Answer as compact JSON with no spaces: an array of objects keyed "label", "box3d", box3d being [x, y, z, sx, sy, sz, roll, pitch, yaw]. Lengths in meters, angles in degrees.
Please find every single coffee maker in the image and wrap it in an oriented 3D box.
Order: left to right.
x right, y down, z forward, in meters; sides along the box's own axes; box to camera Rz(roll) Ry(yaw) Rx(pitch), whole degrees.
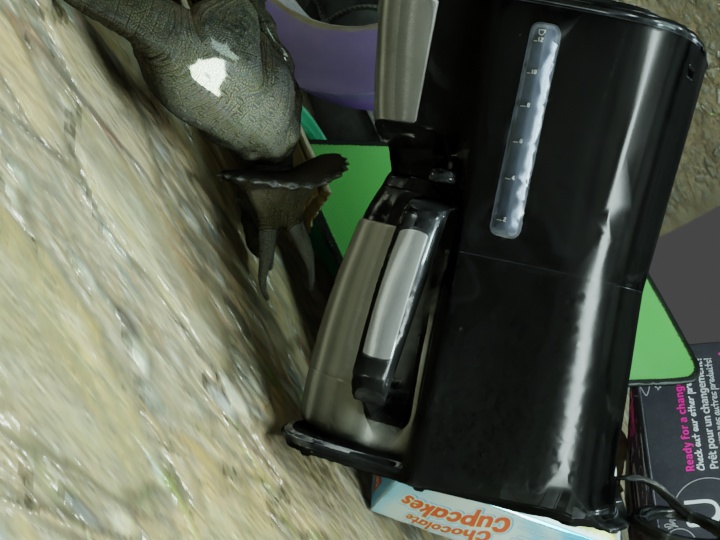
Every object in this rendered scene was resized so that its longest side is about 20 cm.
[{"label":"coffee maker","box3d":[0.081,-0.005,0.725,0.135,0.191,0.201,-156,-100,-81]}]

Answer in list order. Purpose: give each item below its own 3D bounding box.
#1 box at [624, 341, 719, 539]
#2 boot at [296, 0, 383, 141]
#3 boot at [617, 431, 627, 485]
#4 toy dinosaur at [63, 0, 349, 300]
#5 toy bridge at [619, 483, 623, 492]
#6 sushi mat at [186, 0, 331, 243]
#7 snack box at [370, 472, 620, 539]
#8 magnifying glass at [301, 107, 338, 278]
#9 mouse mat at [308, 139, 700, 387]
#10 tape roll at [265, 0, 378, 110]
[{"label":"box","box3d":[0.210,0.139,1.000,0.200,0.114,0.133,80,6,-59]},{"label":"boot","box3d":[0.031,-0.112,0.994,0.072,0.182,0.201,3,56,-41]},{"label":"boot","box3d":[0.065,0.117,0.923,0.166,0.072,0.201,37,46,-25]},{"label":"toy dinosaur","box3d":[-0.059,-0.084,0.727,0.102,0.077,0.200,57,0,36]},{"label":"toy bridge","box3d":[0.094,0.063,1.095,0.200,0.027,0.067,54,1,33]},{"label":"sushi mat","box3d":[-0.062,-0.115,0.839,0.096,0.012,0.201,132,-65,-76]},{"label":"snack box","box3d":[0.067,0.050,0.877,0.116,0.037,0.200,22,42,-16]},{"label":"magnifying glass","box3d":[0.000,0.000,0.952,0.080,0.022,0.201,-74,140,-68]},{"label":"mouse mat","box3d":[0.069,-0.004,0.895,0.199,0.008,0.161,0,51,-36]},{"label":"tape roll","box3d":[0.007,-0.187,0.925,0.201,0.199,0.085,66,11,7]}]
